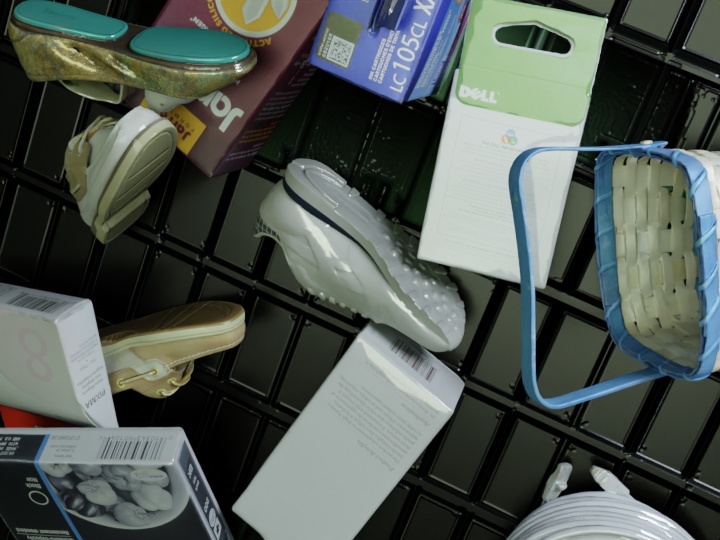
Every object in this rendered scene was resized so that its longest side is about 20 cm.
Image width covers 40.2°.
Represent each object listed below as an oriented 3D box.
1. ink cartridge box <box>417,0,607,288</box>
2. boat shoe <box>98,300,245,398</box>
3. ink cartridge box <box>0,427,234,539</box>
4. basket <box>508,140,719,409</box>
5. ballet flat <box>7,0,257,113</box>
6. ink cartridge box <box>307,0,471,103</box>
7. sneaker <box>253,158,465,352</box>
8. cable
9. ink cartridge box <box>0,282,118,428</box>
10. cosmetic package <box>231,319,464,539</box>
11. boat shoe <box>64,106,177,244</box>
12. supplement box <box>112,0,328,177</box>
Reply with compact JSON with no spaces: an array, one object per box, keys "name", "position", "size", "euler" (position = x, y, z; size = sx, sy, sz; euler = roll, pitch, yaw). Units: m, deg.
[{"name":"ink cartridge box","position":[0.115,-0.098,0.752],"size":[0.102,0.059,0.203],"euler":[14,104,11]},{"name":"boat shoe","position":[-0.179,0.076,0.860],"size":[0.197,0.074,0.067],"euler":[-13,103,27]},{"name":"ink cartridge box","position":[-0.216,0.216,0.862],"size":[0.195,0.044,0.202],"euler":[-3,131,15]},{"name":"basket","position":[0.200,-0.003,0.693],"size":[0.197,0.139,0.180],"euler":[-8,101,-20]},{"name":"ballet flat","position":[-0.167,-0.151,0.726],"size":[0.197,0.071,0.072],"euler":[13,104,12]},{"name":"ink cartridge box","position":[0.033,-0.194,0.680],"size":[0.075,0.200,0.138],"euler":[24,106,8]},{"name":"sneaker","position":[0.000,0.000,0.801],"size":[0.200,0.076,0.081],"euler":[44,116,10]},{"name":"cable","position":[0.199,0.284,0.803],"size":[0.198,0.069,0.202],"euler":[33,107,6]},{"name":"ink cartridge box","position":[-0.286,0.112,0.860],"size":[0.160,0.057,0.203],"euler":[8,112,29]},{"name":"cosmetic package","position":[-0.010,0.148,0.828],"size":[0.101,0.074,0.201],"euler":[39,109,4]},{"name":"boat shoe","position":[-0.200,-0.083,0.779],"size":[0.069,0.075,0.200],"euler":[48,151,-2]},{"name":"supplement box","position":[-0.088,-0.188,0.771],"size":[0.110,0.086,0.201],"euler":[40,108,3]}]
